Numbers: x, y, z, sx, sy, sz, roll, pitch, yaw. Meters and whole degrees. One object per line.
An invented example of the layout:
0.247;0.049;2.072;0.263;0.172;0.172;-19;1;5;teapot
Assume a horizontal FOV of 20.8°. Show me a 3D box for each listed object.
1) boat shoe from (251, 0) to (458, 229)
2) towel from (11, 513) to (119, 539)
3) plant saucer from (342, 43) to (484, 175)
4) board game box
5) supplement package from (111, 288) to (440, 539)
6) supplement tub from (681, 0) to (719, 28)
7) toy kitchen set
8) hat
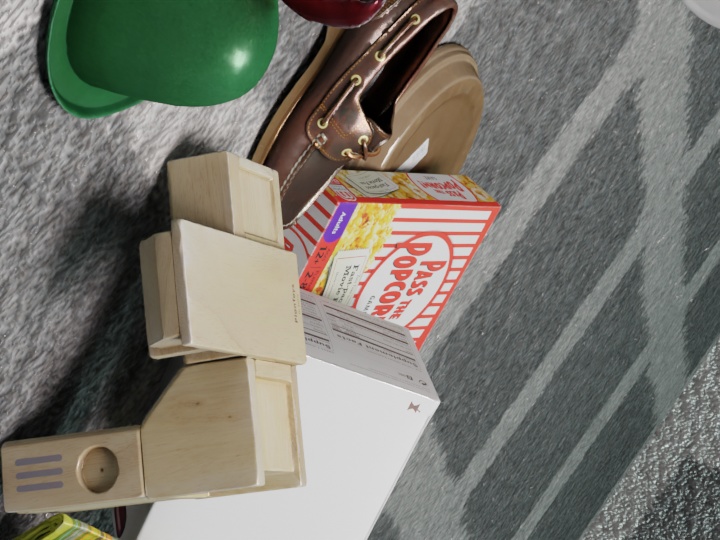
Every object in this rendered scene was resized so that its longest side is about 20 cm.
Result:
-0.008;-0.109;1.301;0.201;0.070;0.070;-60;162;13;boat shoe
-0.147;0.219;1.315;0.086;0.199;0.018;-30;-139;37;towel
0.036;-0.082;1.524;0.200;0.029;0.201;-48;159;-24;plant saucer
0.000;0.000;1.458;0.199;0.046;0.152;-2;127;-51;board game box
-0.064;0.123;1.356;0.201;0.154;0.111;-63;-159;18;supplement package
0.389;-0.330;1.865;0.200;0.122;0.123;-49;160;-25;supplement tub
-0.147;0.038;1.191;0.163;0.179;0.202;18;65;-68;toy kitchen set
-0.050;-0.110;1.017;0.167;0.175;0.200;-63;161;18;hat
